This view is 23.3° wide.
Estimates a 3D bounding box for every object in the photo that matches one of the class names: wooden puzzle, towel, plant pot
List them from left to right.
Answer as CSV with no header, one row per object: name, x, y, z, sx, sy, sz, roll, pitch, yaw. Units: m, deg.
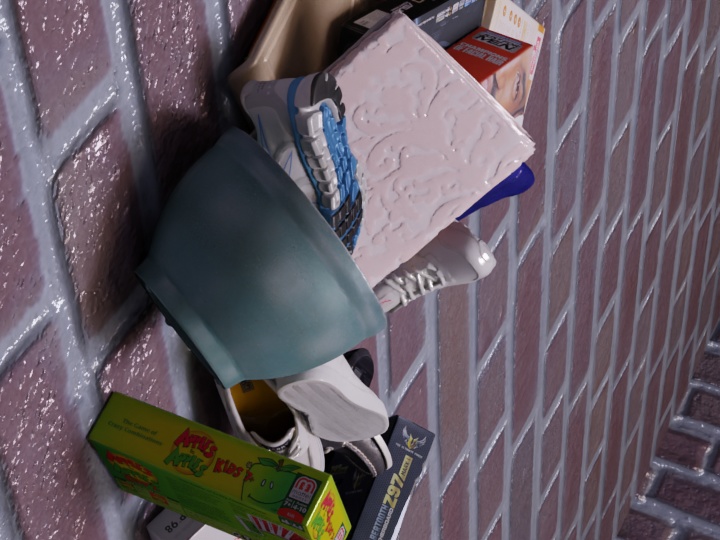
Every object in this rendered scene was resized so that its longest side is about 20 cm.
plant pot,-0.092,0.007,1.373,0.134,0.200,0.201,-38,152,-9
wooden puzzle,-0.044,-0.203,1.513,0.201,0.037,0.185,-61,158,-16
towel,0.020,-0.100,1.491,0.200,0.032,0.191,-39,122,14
towel,0.097,-0.097,1.854,0.050,0.147,0.200,67,12,13

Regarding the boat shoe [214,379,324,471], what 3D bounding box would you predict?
boat shoe,-0.080,0.141,1.570,0.070,0.070,0.201,-112,-179,-54

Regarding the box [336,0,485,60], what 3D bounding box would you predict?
box,0.042,-0.178,1.622,0.200,0.043,0.161,-35,141,-50

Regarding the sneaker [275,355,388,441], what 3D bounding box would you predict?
sneaker,-0.028,0.078,1.563,0.200,0.073,0.116,55,23,-63

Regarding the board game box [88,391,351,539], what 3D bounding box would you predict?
board game box,-0.112,0.170,1.405,0.048,0.199,0.102,-62,158,-25

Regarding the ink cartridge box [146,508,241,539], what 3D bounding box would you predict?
ink cartridge box,-0.122,0.242,1.593,0.116,0.067,0.201,-42,148,-23

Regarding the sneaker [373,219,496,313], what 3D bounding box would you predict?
sneaker,0.054,0.006,1.747,0.078,0.199,0.100,50,61,-21

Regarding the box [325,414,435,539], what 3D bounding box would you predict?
box,-0.007,0.240,1.803,0.200,0.051,0.159,-26,-142,65

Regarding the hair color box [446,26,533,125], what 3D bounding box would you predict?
hair color box,0.082,-0.135,1.612,0.200,0.064,0.112,-40,144,-47

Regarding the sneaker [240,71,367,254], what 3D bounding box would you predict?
sneaker,-0.050,-0.083,1.437,0.075,0.086,0.201,-62,150,-41

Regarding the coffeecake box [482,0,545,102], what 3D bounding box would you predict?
coffeecake box,0.125,-0.212,1.877,0.200,0.073,0.155,11,93,-70

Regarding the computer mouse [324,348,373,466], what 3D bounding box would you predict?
computer mouse,-0.061,0.158,1.748,0.201,0.046,0.140,-66,155,-4

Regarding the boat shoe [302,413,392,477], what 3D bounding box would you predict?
boat shoe,-0.044,0.137,1.656,0.060,0.074,0.200,-51,123,-21
